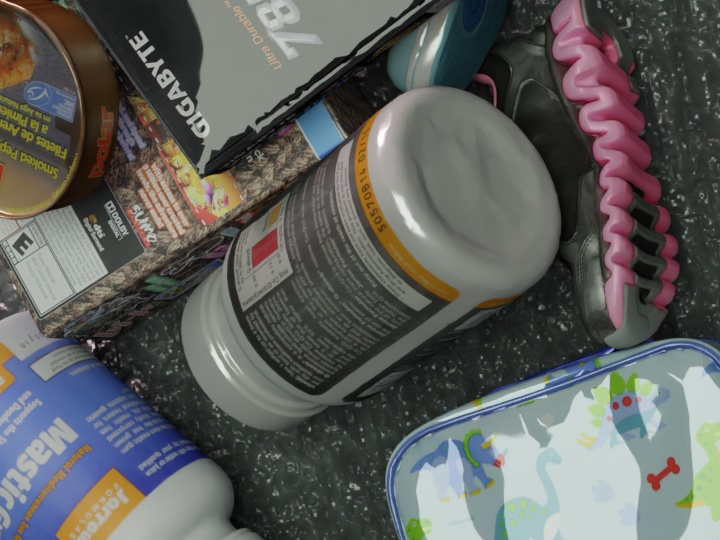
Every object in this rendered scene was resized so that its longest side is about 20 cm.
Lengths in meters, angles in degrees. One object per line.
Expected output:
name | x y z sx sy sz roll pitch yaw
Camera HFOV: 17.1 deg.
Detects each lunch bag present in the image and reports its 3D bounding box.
lunch bag | 0.122 0.125 1.233 0.200 0.082 0.161 -21 83 14

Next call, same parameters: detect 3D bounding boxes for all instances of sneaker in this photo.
sneaker | 0.017 -0.184 1.271 0.130 0.080 0.200 10 70 18
sneaker | 0.103 -0.044 1.240 0.095 0.079 0.200 -20 59 22

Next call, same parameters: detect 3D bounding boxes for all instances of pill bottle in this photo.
pill bottle | -0.140 0.124 1.294 0.200 0.112 0.112 40 98 15
pill bottle | 0.000 0.000 1.223 0.200 0.116 0.116 -36 77 43

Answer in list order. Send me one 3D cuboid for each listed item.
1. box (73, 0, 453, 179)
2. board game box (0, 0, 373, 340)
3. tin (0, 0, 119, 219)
box | -0.056 -0.183 1.199 0.198 0.050 0.200 -35 87 11
board game box | -0.112 -0.080 1.302 0.200 0.097 0.160 -32 80 12
tin | -0.206 -0.098 1.239 0.200 0.042 0.112 25 110 31
